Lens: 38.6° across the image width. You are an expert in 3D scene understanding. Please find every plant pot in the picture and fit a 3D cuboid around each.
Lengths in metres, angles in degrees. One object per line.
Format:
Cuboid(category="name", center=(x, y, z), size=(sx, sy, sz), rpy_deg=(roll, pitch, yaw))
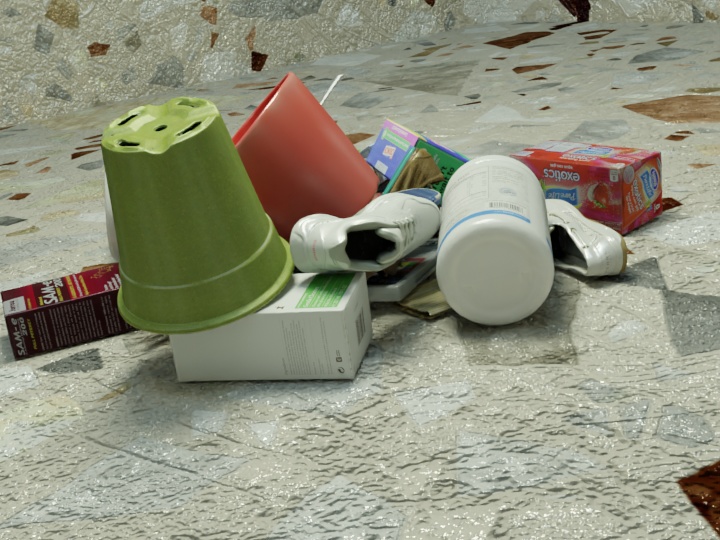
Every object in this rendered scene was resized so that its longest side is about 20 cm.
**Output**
Cuboid(category="plant pot", center=(-0.084, -0.118, 1.301), size=(0.201, 0.177, 0.201), rpy_deg=(-48, 13, 14))
Cuboid(category="plant pot", center=(-0.183, -0.069, 1.069), size=(0.198, 0.192, 0.201), rpy_deg=(-8, 32, 5))

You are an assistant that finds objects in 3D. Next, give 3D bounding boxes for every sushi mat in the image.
Cuboid(category="sushi mat", center=(0.132, 0.016, 1.258), size=(0.199, 0.012, 0.095), rpy_deg=(-19, 23, -30))

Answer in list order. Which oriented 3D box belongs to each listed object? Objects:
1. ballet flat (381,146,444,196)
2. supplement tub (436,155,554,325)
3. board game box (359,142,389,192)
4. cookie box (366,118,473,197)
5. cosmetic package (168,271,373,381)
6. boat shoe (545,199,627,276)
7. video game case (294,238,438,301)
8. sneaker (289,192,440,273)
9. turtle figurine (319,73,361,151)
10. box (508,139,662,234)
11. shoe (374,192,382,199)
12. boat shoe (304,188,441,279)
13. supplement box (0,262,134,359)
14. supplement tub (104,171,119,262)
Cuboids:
Cuboid(category="ballet flat", center=(0.037, -0.061, 1.295), size=(0.201, 0.072, 0.068), rpy_deg=(-52, 3, -8))
Cuboid(category="supplement tub", center=(0.155, -0.039, 1.190), size=(0.130, 0.133, 0.200), rpy_deg=(-4, 26, 9))
Cuboid(category="board game box", center=(-0.008, -0.142, 1.570), size=(0.199, 0.062, 0.199), rpy_deg=(-24, -3, -39))
Cuboid(category="cookie box", center=(0.125, -0.127, 1.431), size=(0.199, 0.076, 0.171), rpy_deg=(23, 10, -19))
Cuboid(category="cosmetic package", center=(-0.095, 0.061, 1.108), size=(0.198, 0.086, 0.108), rpy_deg=(-2, 23, 13))
Cuboid(category="boat shoe", center=(0.246, -0.041, 1.286), size=(0.069, 0.072, 0.200), rpy_deg=(-14, 21, -23))
Cuboid(category="video game case", center=(0.000, 0.000, 1.323), size=(0.198, 0.023, 0.182), rpy_deg=(-1, 19, 29))
Cuboid(category="sneaker", center=(0.026, -0.033, 1.120), size=(0.199, 0.079, 0.099), rpy_deg=(-20, 21, -37))
Cuboid(category="turtle figurine", center=(-0.089, -0.200, 1.777), size=(0.192, 0.202, 0.144), rpy_deg=(-17, -14, -14))
Cuboid(category="box", center=(0.316, -0.121, 1.451), size=(0.099, 0.096, 0.199), rpy_deg=(-23, 24, -36))
Cuboid(category="shoe", center=(0.035, -0.077, 1.465), size=(0.090, 0.072, 0.200), rpy_deg=(-5, 7, 16))
Cuboid(category="boat shoe", center=(0.018, -0.031, 1.229), size=(0.199, 0.073, 0.072), rpy_deg=(-30, 30, -20))
Cuboid(category="supplement box", center=(-0.345, 0.043, 1.295), size=(0.198, 0.062, 0.109), rpy_deg=(-15, 21, -18))
Cuboid(category="supplement tub", center=(-0.246, -0.087, 1.416), size=(0.198, 0.147, 0.146), rpy_deg=(-3, 18, -9))
